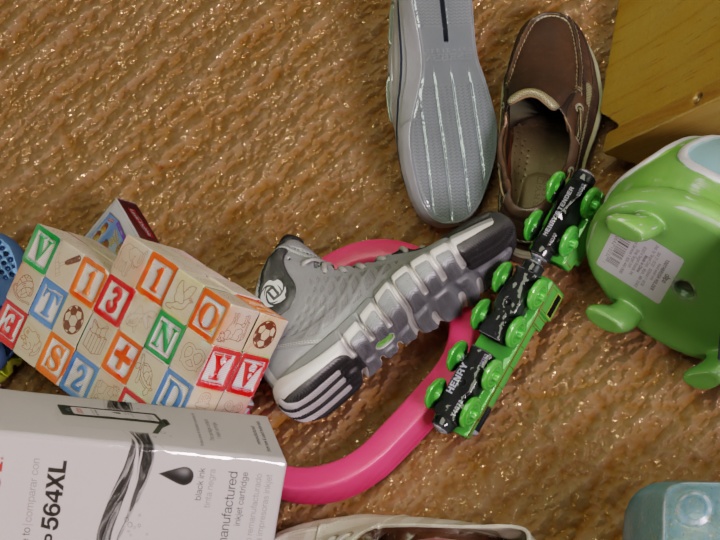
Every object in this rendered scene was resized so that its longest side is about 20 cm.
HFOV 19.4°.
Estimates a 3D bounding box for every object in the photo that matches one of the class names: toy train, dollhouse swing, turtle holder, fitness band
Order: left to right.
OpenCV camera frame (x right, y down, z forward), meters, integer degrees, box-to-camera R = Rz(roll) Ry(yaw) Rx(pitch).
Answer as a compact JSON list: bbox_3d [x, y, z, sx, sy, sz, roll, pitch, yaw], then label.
[{"bbox_3d":[-0.009,0.069,1.440,0.143,0.037,0.200,37,75,26],"label":"fitness band"},{"bbox_3d":[0.106,0.024,1.404,0.042,0.056,0.201,27,82,28],"label":"toy train"},{"bbox_3d":[0.245,-0.015,1.368,0.184,0.142,0.132,11,46,32],"label":"turtle holder"},{"bbox_3d":[0.301,-0.154,1.498,0.181,0.175,0.201,-25,45,49],"label":"dollhouse swing"}]

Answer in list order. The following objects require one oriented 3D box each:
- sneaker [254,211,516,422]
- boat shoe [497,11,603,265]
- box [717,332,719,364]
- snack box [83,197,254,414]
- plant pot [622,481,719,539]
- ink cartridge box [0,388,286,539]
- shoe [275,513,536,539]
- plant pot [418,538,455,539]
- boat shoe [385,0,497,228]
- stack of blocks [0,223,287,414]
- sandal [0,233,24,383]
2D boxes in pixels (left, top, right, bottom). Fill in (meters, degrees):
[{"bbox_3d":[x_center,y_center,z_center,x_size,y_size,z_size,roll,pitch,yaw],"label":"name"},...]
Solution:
[{"bbox_3d":[0.000,0.000,1.415,0.199,0.075,0.116,-37,59,-9],"label":"sneaker"},{"bbox_3d":[0.131,-0.107,1.485,0.074,0.075,0.204,-3,59,12],"label":"boat shoe"},{"bbox_3d":[0.337,0.034,1.255,0.148,0.199,0.105,-22,47,51],"label":"box"},{"bbox_3d":[-0.145,0.043,1.470,0.072,0.024,0.200,-48,54,21],"label":"snack box"},{"bbox_3d":[0.236,0.214,1.198,0.194,0.200,0.198,0,60,12],"label":"plant pot"},{"bbox_3d":[-0.158,0.161,1.306,0.198,0.147,0.084,6,15,-14],"label":"ink cartridge box"},{"bbox_3d":[0.022,0.183,1.352,0.198,0.053,0.070,-2,59,12],"label":"shoe"},{"bbox_3d":[0.037,0.265,1.231,0.199,0.201,0.179,15,50,21],"label":"plant pot"},{"bbox_3d":[0.055,-0.126,1.523,0.073,0.067,0.202,5,78,-18],"label":"boat shoe"},{"bbox_3d":[-0.153,0.038,1.423,0.199,0.058,0.116,31,98,39],"label":"stack of blocks"},{"bbox_3d":[-0.287,0.055,1.482,0.079,0.087,0.201,6,60,18],"label":"sandal"}]
